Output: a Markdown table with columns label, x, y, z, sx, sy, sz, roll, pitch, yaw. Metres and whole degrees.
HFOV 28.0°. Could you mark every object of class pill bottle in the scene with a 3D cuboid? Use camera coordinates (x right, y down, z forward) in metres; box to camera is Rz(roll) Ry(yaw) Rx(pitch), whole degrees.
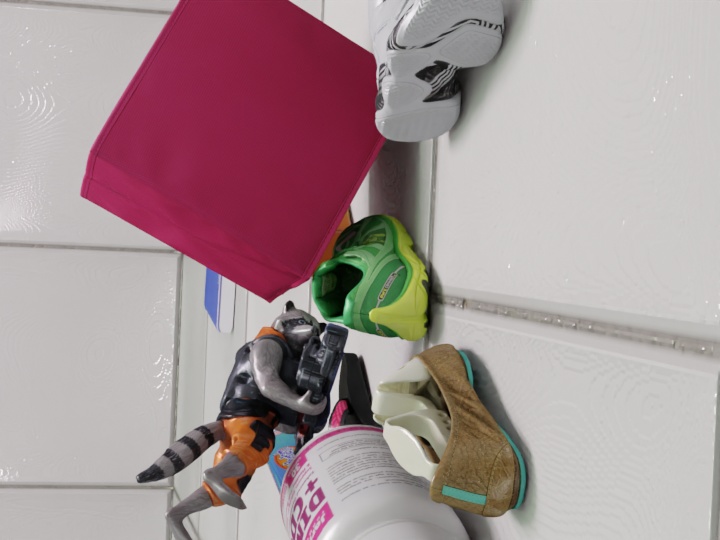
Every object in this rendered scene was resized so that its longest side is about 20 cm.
| label | x | y | z | sx | sy | sz | roll | pitch | yaw |
| --- | --- | --- | --- | --- | --- | --- | --- | --- | --- |
| pill bottle | 0.013 | 0.190 | 0.997 | 0.200 | 0.113 | 0.114 | -133 | 47 | -73 |

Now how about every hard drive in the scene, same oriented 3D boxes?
| label | x | y | z | sx | sy | sz | roll | pitch | yaw |
| --- | --- | --- | --- | --- | --- | --- | --- | --- | --- |
| hard drive | -0.225 | 0.015 | 2.309 | 0.200 | 0.025 | 0.133 | -144 | 57 | -75 |

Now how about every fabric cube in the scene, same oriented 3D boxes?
| label | x | y | z | sx | sy | sz | roll | pitch | yaw |
| --- | --- | --- | --- | --- | --- | --- | --- | --- | --- |
| fabric cube | -0.101 | -0.112 | 1.225 | 0.197 | 0.199 | 0.200 | -62 | 8 | -13 |

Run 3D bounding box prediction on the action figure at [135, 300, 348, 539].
| label | x | y | z | sx | sy | sz | roll | pitch | yaw |
| --- | --- | --- | --- | --- | --- | --- | --- | --- | --- |
| action figure | -0.077 | 0.097 | 1.091 | 0.194 | 0.104 | 0.200 | -61 | -5 | -36 |

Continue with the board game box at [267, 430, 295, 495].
| label | x | y | z | sx | sy | sz | roll | pitch | yaw |
| --- | --- | --- | --- | --- | --- | --- | --- | --- | --- |
| board game box | -0.027 | 0.222 | 1.203 | 0.200 | 0.045 | 0.153 | -149 | 37 | -77 |

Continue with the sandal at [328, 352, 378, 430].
| label | x | y | z | sx | sy | sz | roll | pitch | yaw |
| --- | --- | --- | --- | --- | --- | --- | --- | --- | --- |
| sandal | -0.013 | 0.147 | 1.277 | 0.200 | 0.045 | 0.075 | -107 | 23 | -56 |

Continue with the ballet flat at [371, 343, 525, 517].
| label | x | y | z | sx | sy | sz | roll | pitch | yaw |
| --- | --- | --- | --- | --- | --- | --- | --- | --- | --- |
| ballet flat | 0.048 | 0.100 | 0.950 | 0.200 | 0.072 | 0.068 | -114 | 30 | -64 |

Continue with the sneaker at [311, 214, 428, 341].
| label | x | y | z | sx | sy | sz | roll | pitch | yaw |
| --- | --- | --- | --- | --- | --- | --- | --- | --- | --- |
| sneaker | 0.000 | 0.000 | 1.159 | 0.200 | 0.083 | 0.074 | -127 | 41 | -72 |

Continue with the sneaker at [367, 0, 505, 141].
| label | x | y | z | sx | sy | sz | roll | pitch | yaw |
| --- | --- | --- | --- | --- | --- | --- | --- | --- | --- |
| sneaker | 0.045 | -0.181 | 1.003 | 0.200 | 0.075 | 0.115 | 112 | 154 | -65 |

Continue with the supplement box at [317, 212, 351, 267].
| label | x | y | z | sx | sy | sz | roll | pitch | yaw |
| --- | --- | --- | --- | --- | --- | --- | --- | --- | --- |
| supplement box | -0.055 | -0.083 | 1.468 | 0.200 | 0.069 | 0.067 | -99 | 19 | -48 |
